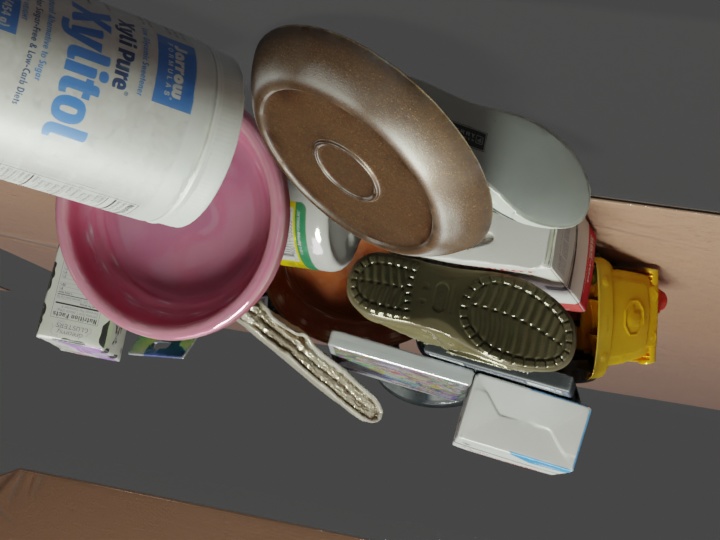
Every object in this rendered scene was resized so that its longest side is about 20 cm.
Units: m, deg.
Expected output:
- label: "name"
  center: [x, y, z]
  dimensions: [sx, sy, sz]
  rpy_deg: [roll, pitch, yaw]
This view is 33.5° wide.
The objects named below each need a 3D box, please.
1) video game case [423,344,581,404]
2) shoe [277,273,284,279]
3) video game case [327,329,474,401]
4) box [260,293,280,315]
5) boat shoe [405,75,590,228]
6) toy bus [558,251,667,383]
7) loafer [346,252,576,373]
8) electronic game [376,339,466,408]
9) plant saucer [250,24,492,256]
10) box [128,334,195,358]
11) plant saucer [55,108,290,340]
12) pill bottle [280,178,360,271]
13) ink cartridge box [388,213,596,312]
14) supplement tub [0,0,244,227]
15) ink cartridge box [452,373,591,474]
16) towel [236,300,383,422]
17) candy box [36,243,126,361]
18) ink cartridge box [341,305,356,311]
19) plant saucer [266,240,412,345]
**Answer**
- label: "video game case"
  center: [0.148, 0.110, 1.205]
  dimensions: [0.143, 0.019, 0.200]
  rpy_deg: [15, 171, 16]
- label: "shoe"
  center: [-0.116, -0.022, 1.352]
  dimensions: [0.071, 0.091, 0.200]
  rpy_deg: [13, 170, -14]
- label: "video game case"
  center: [0.039, 0.101, 1.236]
  dimensions: [0.143, 0.018, 0.200]
  rpy_deg: [16, 170, 3]
- label: "box"
  center: [-0.050, 0.018, 1.404]
  dimensions: [0.200, 0.035, 0.110]
  rpy_deg: [-2, -158, -15]
- label: "boat shoe"
  center: [0.075, -0.084, 0.863]
  dimensions: [0.200, 0.071, 0.064]
  rpy_deg: [24, 165, -22]
- label: "toy bus"
  center: [0.229, 0.042, 1.291]
  dimensions: [0.192, 0.136, 0.200]
  rpy_deg: [-2, -177, -40]
- label: "loafer"
  center: [0.086, 0.034, 1.017]
  dimensions: [0.200, 0.076, 0.067]
  rpy_deg: [20, 172, 1]
- label: "electronic game"
  center: [0.104, 0.076, 1.403]
  dimensions: [0.200, 0.200, 0.042]
  rpy_deg: [7, 142, 24]
- label: "plant saucer"
  center: [-0.002, -0.075, 0.803]
  dimensions: [0.200, 0.032, 0.200]
  rpy_deg: [33, 158, 16]
- label: "box"
  center: [-0.159, -0.005, 1.190]
  dimensions: [0.048, 0.200, 0.122]
  rpy_deg: [47, 153, -25]
- label: "plant saucer"
  center: [-0.144, -0.046, 0.949]
  dimensions: [0.200, 0.201, 0.051]
  rpy_deg: [8, -176, 18]
- label: "pill bottle"
  center: [-0.103, -0.066, 1.020]
  dimensions: [0.200, 0.113, 0.113]
  rpy_deg: [7, 170, 18]
- label: "ink cartridge box"
  center: [0.123, -0.027, 1.076]
  dimensions: [0.146, 0.083, 0.200]
  rpy_deg: [7, 170, 20]
- label: "supplement tub"
  center: [-0.192, -0.114, 0.784]
  dimensions: [0.200, 0.132, 0.132]
  rpy_deg: [16, 169, -31]
- label: "ink cartridge box"
  center: [0.158, 0.161, 1.219]
  dimensions: [0.116, 0.067, 0.200]
  rpy_deg: [16, 170, 6]
- label: "towel"
  center: [-0.069, 0.082, 1.266]
  dimensions: [0.200, 0.034, 0.132]
  rpy_deg: [43, 173, -26]
- label: "candy box"
  center: [-0.276, -0.011, 1.276]
  dimensions: [0.071, 0.200, 0.168]
  rpy_deg: [12, 171, -4]
- label: "ink cartridge box"
  center: [0.041, 0.009, 1.332]
  dimensions: [0.200, 0.100, 0.039]
  rpy_deg: [13, 173, -14]
- label: "plant saucer"
  center: [0.000, 0.000, 1.237]
  dimensions: [0.200, 0.032, 0.201]
  rpy_deg: [1, 131, 1]
